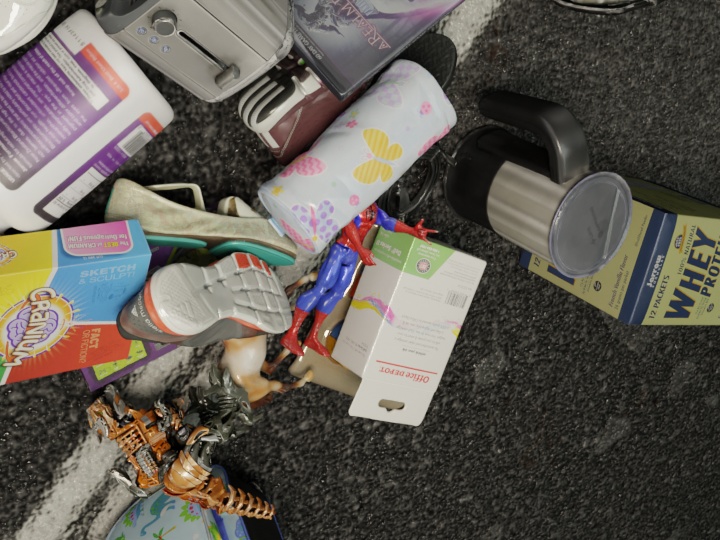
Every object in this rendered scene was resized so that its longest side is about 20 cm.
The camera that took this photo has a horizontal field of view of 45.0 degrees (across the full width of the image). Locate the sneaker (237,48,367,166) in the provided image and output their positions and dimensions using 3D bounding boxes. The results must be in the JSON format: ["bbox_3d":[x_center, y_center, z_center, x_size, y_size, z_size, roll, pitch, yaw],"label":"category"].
[{"bbox_3d":[-0.021,-0.179,0.857,0.200,0.076,0.116,-38,139,-8],"label":"sneaker"}]

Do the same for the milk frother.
[{"bbox_3d":[0.147,-0.073,0.934,0.200,0.188,0.181,-41,128,-10],"label":"milk frother"}]

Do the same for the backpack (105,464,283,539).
[{"bbox_3d":[-0.186,0.319,0.904,0.200,0.183,0.147,-44,126,4],"label":"backpack"}]

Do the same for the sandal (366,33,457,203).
[{"bbox_3d":[0.034,-0.155,0.906,0.201,0.075,0.048,-57,158,12],"label":"sandal"}]

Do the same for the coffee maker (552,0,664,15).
[{"bbox_3d":[0.289,-0.399,0.931,0.192,0.134,0.201,-40,134,-42],"label":"coffee maker"}]

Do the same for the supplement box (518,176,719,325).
[{"bbox_3d":[0.346,-0.032,1.082,0.198,0.200,0.135,3,110,-34],"label":"supplement box"}]

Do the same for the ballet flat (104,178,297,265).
[{"bbox_3d":[-0.138,-0.047,0.806,0.199,0.067,0.063,9,77,-40],"label":"ballet flat"}]

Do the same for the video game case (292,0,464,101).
[{"bbox_3d":[0.010,-0.270,0.799,0.200,0.019,0.143,-41,85,-12],"label":"video game case"}]

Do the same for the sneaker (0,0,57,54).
[{"bbox_3d":[-0.242,-0.253,0.637,0.075,0.100,0.201,31,88,-9],"label":"sneaker"}]

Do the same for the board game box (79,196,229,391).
[{"bbox_3d":[-0.195,0.022,0.851,0.199,0.032,0.121,-27,129,-22],"label":"board game box"}]

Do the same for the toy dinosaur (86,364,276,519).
[{"bbox_3d":[-0.172,0.178,0.861,0.200,0.102,0.136,53,50,-25],"label":"toy dinosaur"}]

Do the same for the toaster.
[{"bbox_3d":[-0.128,-0.232,0.695,0.113,0.201,0.129,-28,138,23],"label":"toaster"}]

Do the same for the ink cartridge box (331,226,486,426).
[{"bbox_3d":[0.046,0.061,0.954,0.117,0.067,0.201,17,97,-39],"label":"ink cartridge box"}]

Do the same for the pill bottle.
[{"bbox_3d":[-0.258,-0.102,0.691,0.200,0.111,0.112,-41,129,-5],"label":"pill bottle"}]

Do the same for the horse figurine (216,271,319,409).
[{"bbox_3d":[-0.106,0.078,0.900,0.132,0.050,0.201,-20,131,-36],"label":"horse figurine"}]

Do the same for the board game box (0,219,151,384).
[{"bbox_3d":[-0.282,0.034,0.711,0.199,0.040,0.153,-10,145,-31],"label":"board game box"}]

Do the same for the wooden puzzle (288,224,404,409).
[{"bbox_3d":[0.034,0.064,1.015,0.185,0.046,0.201,25,97,-40],"label":"wooden puzzle"}]

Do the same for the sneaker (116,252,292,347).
[{"bbox_3d":[-0.139,0.032,0.780,0.081,0.078,0.200,-26,163,26],"label":"sneaker"}]

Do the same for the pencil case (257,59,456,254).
[{"bbox_3d":[-0.003,-0.108,0.809,0.200,0.091,0.083,-45,118,-12],"label":"pencil case"}]

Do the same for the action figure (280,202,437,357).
[{"bbox_3d":[0.000,0.000,0.859,0.065,0.099,0.201,7,105,-54],"label":"action figure"}]
